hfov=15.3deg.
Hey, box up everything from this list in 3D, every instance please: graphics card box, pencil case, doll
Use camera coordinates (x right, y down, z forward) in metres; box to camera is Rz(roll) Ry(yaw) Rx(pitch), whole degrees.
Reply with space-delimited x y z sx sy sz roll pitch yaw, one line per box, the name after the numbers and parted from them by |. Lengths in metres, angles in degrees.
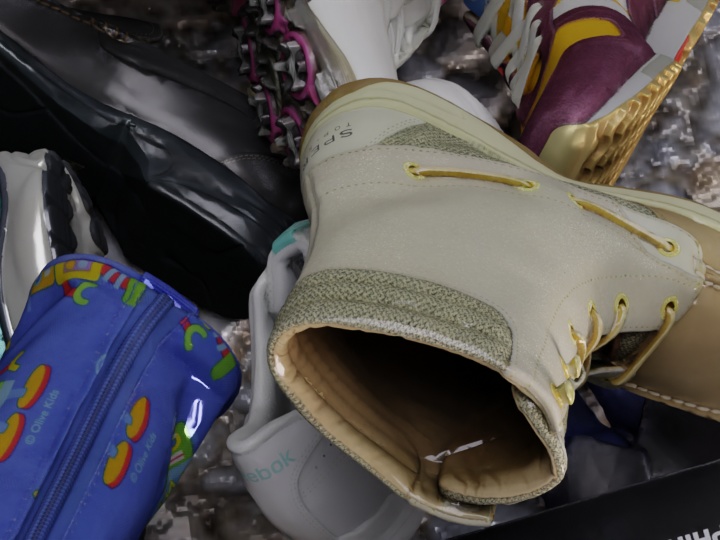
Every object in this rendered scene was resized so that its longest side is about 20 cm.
0.086 0.100 0.885 0.200 0.125 0.051 -16 80 10 | graphics card box
-0.102 0.084 0.824 0.078 0.087 0.200 34 49 -11 | pencil case
0.099 0.079 0.978 0.136 0.048 0.200 -32 73 -10 | doll

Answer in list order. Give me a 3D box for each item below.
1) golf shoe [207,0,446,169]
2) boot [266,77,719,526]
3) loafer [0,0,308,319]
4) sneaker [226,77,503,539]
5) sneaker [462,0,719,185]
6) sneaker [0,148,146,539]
-0.005 -0.104 0.989 0.092 0.073 0.200 -5 35 -11 | golf shoe
0.066 0.027 0.851 0.200 0.072 0.155 25 29 -10 | boot
-0.099 -0.065 1.004 0.200 0.073 0.072 37 57 -3 | loafer
0.000 0.000 0.942 0.075 0.088 0.200 -12 49 33 | sneaker
0.071 -0.082 0.997 0.090 0.075 0.200 30 26 4 | sneaker
-0.125 0.056 0.951 0.080 0.078 0.200 -13 69 15 | sneaker
